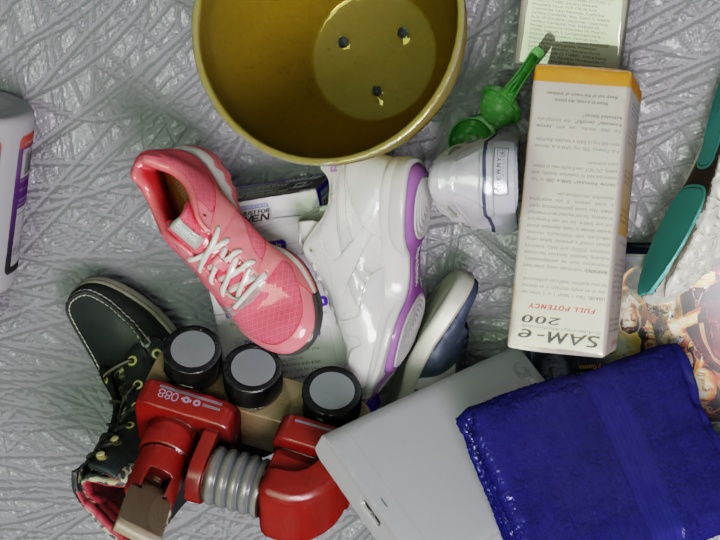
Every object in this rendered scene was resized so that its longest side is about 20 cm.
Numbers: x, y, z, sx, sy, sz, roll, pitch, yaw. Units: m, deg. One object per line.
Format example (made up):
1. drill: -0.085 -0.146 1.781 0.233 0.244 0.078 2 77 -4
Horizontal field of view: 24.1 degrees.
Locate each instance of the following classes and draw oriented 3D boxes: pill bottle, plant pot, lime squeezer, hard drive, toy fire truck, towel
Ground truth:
1. pill bottle: -0.332 -0.043 1.382 0.110 0.111 0.202 14 108 9
2. plant pot: -0.006 -0.168 1.237 0.198 0.142 0.202 -1 85 16
3. lime squeezer: 0.087 -0.110 1.275 0.038 0.070 0.200 54 129 17
4. hard drive: 0.080 0.143 1.252 0.132 0.199 0.026 53 142 21
5. toy fire truck: -0.099 0.151 1.249 0.174 0.201 0.129 16 143 10
6. towel: 0.178 0.145 1.235 0.149 0.198 0.050 68 153 18

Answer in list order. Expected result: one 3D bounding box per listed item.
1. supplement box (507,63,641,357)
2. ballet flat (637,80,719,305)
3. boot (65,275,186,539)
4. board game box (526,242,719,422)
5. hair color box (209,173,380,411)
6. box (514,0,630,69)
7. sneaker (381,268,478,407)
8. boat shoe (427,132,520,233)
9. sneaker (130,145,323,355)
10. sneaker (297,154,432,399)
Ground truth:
1. supplement box: 0.157 -0.041 1.230 0.073 0.126 0.202 5 90 12
2. ballet flat: 0.270 -0.060 1.238 0.071 0.072 0.202 22 95 6
3. boot: -0.191 0.113 1.367 0.073 0.154 0.204 -34 97 34
4. board game box: 0.228 0.048 1.312 0.198 0.035 0.137 0 106 14
5. hair color box: -0.059 0.030 1.363 0.108 0.065 0.202 -7 106 16
6. box: 0.163 -0.248 1.225 0.081 0.068 0.202 9 107 11
7. sneaker: 0.070 0.096 1.351 0.084 0.075 0.201 21 115 -2
8. boat shoe: 0.082 -0.068 1.219 0.066 0.200 0.074 1 85 6
9. sneaker: -0.109 -0.013 1.266 0.074 0.087 0.200 -45 70 17
10. sneaker: 0.000 0.000 1.293 0.099 0.075 0.202 13 113 18
